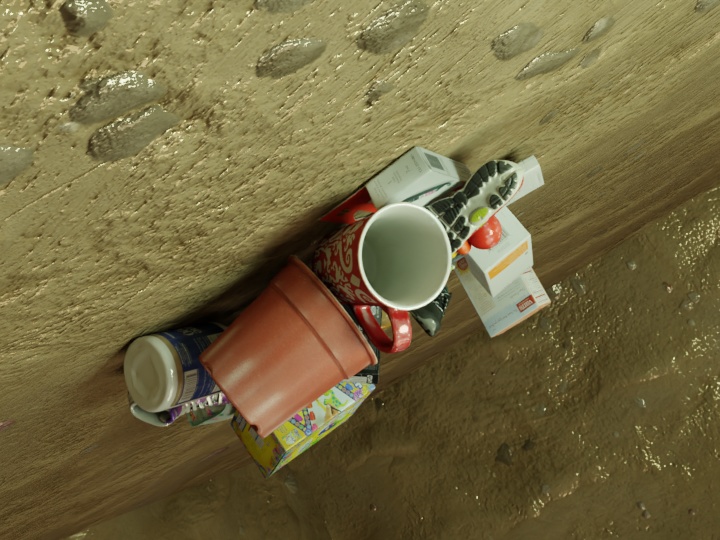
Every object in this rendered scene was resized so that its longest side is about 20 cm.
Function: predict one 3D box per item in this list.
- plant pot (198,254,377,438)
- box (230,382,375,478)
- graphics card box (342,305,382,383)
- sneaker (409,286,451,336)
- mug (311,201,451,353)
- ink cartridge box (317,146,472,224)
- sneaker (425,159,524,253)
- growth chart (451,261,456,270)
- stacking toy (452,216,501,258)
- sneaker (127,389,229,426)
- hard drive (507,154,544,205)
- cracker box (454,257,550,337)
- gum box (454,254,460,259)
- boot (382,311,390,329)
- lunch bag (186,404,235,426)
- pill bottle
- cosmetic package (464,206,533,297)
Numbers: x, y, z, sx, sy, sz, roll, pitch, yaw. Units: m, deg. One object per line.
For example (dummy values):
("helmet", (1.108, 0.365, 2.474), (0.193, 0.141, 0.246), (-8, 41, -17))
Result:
("plant pot", (-0.112, 0.118, 1.158), (0.195, 0.201, 0.201), (-39, 169, -10))
("box", (-0.104, 0.234, 1.400), (0.191, 0.123, 0.200), (-31, 166, -28))
("graphics card box", (-0.065, 0.109, 1.288), (0.196, 0.127, 0.051), (2, 153, 1))
("sneaker", (0.126, 0.054, 1.489), (0.079, 0.076, 0.200), (-38, -165, 8))
("mug", (0.009, 0.008, 1.092), (0.132, 0.180, 0.199), (25, 167, -21))
("ink cartridge box", (0.058, -0.096, 1.140), (0.173, 0.044, 0.199), (-35, 165, 22))
("sneaker", (0.152, -0.080, 1.146), (0.199, 0.078, 0.085), (-35, 170, 25))
("growth chart", (0.103, 0.021, 1.401), (0.143, 0.018, 0.200), (-26, 177, 6))
("stacking toy", (0.114, -0.044, 1.219), (0.197, 0.087, 0.085), (-15, 172, 21))
("sneaker", (-0.273, 0.210, 1.308), (0.197, 0.115, 0.074), (-1, 115, -13))
("hard drive", (0.198, -0.110, 1.303), (0.198, 0.027, 0.132), (-31, 167, 11))
("cracker box", (0.270, 0.012, 1.614), (0.057, 0.202, 0.134), (-13, 161, -46))
("gum box", (0.116, -0.012, 1.484), (0.169, 0.045, 0.199), (-23, 174, -37))
("boot", (-0.032, 0.086, 1.453), (0.198, 0.072, 0.144), (0, 170, 6))
("lunch bag", (-0.222, 0.196, 1.493), (0.169, 0.123, 0.199), (-15, 167, -40))
("pill bottle", (-0.251, 0.140, 1.243), (0.111, 0.112, 0.199), (-37, 164, 33))
("cosmetic package", (0.239, -0.028, 1.409), (0.101, 0.072, 0.200), (-39, 162, 2))
